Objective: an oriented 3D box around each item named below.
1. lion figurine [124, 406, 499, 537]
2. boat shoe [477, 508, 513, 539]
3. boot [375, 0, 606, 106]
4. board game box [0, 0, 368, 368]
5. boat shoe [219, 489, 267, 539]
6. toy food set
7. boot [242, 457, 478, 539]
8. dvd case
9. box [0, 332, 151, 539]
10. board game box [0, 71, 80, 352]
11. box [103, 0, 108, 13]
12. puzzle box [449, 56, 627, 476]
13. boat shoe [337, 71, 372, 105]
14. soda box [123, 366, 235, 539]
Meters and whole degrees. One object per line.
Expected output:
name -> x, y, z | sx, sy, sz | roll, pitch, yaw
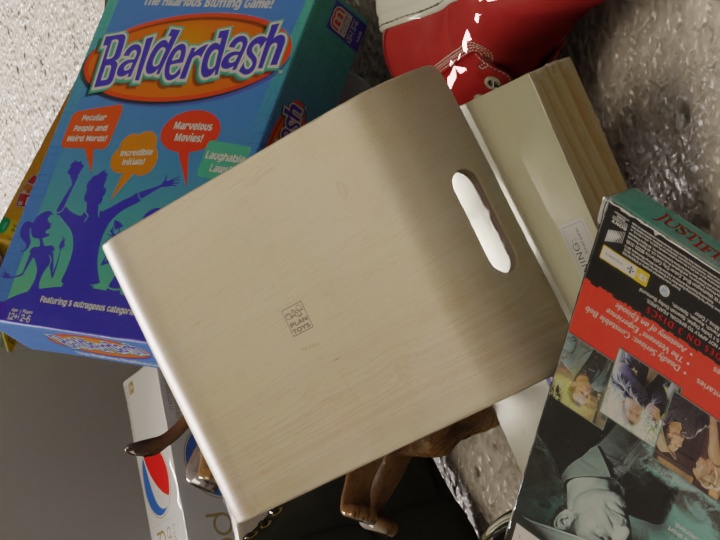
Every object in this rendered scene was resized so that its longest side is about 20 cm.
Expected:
lion figurine -> -0.015, 0.057, 1.188 | 0.200, 0.072, 0.123 | 11, 78, 26
boat shoe -> 0.063, 0.191, 1.194 | 0.200, 0.072, 0.068 | 106, 171, -47
boot -> 0.071, -0.074, 1.114 | 0.200, 0.072, 0.145 | 167, 95, -70
board game box -> -0.095, -0.051, 1.247 | 0.152, 0.045, 0.200 | 5, 69, 41
boat shoe -> -0.050, 0.109, 1.411 | 0.093, 0.074, 0.201 | 109, 148, -75
toy food set -> -0.013, 0.014, 1.095 | 0.200, 0.060, 0.144 | -28, 86, 33
boot -> -0.044, 0.133, 1.246 | 0.078, 0.199, 0.139 | 106, 152, -49
dvd case -> 0.135, 0.084, 0.999 | 0.146, 0.022, 0.200 | 35, 128, 29
box -> -0.241, 0.121, 1.640 | 0.171, 0.199, 0.201 | -6, 89, 64
board game box -> -0.163, -0.053, 1.424 | 0.096, 0.030, 0.200 | 84, -153, -55
box -> -0.106, -0.081, 1.418 | 0.100, 0.075, 0.200 | -49, -27, -61
puzzle box -> 0.087, 0.017, 1.069 | 0.133, 0.025, 0.200 | -20, 94, 59
boat shoe -> 0.000, 0.000, 1.284 | 0.091, 0.071, 0.201 | 129, 130, -73
soda box -> -0.087, 0.151, 1.477 | 0.064, 0.068, 0.201 | -36, 62, 61
